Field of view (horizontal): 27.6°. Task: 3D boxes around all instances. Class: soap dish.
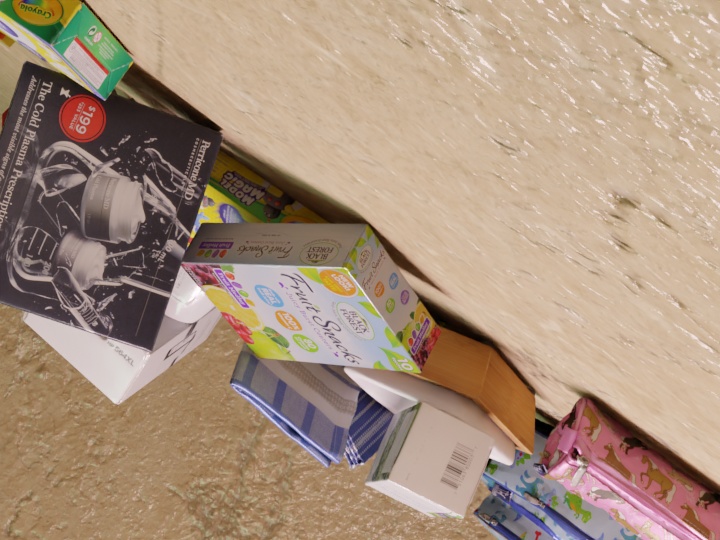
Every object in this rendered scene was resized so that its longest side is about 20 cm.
[{"bbox_3d":[0.085,0.113,1.451,0.156,0.082,0.200,20,167,28],"label":"soap dish"}]

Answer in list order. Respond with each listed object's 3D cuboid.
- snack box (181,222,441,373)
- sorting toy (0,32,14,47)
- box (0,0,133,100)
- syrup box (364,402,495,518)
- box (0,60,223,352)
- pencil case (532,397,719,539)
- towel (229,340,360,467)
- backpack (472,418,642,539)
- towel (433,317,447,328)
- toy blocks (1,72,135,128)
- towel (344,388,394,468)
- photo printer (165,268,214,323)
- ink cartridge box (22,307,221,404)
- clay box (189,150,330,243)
[{"bbox_3d":[-0.046,0.022,1.289,0.198,0.053,0.143,2,142,40],"label":"snack box"},{"bbox_3d":[-0.389,-0.276,1.394,0.199,0.037,0.185,33,174,21],"label":"sorting toy"},{"bbox_3d":[-0.288,-0.223,1.190,0.199,0.049,0.117,35,175,19],"label":"box"},{"bbox_3d":[0.063,0.184,1.402,0.081,0.079,0.200,26,169,-1],"label":"syrup box"},{"bbox_3d":[-0.239,-0.055,1.283,0.180,0.202,0.104,18,179,-14],"label":"box"},{"bbox_3d":[0.250,0.196,1.271,0.199,0.087,0.083,35,143,0],"label":"pencil case"},{"bbox_3d":[-0.047,0.077,1.449,0.147,0.201,0.024,42,133,-23],"label":"towel"},{"bbox_3d":[0.239,0.275,1.633,0.183,0.148,0.199,37,172,-41],"label":"backpack"},{"bbox_3d":[0.000,0.000,1.473,0.199,0.018,0.086,37,169,-8],"label":"towel"},{"bbox_3d":[-0.269,-0.096,1.377,0.201,0.136,0.100,59,149,-5],"label":"toy blocks"},{"bbox_3d":[-0.022,0.089,1.524,0.202,0.024,0.145,61,-146,-7],"label":"towel"},{"bbox_3d":[-0.207,-0.053,1.533,0.199,0.167,0.069,34,-154,3],"label":"photo printer"},{"bbox_3d":[-0.252,0.039,1.613,0.146,0.085,0.200,40,-151,7],"label":"ink cartridge box"},{"bbox_3d":[-0.091,-0.025,1.394,0.199,0.048,0.116,34,143,21],"label":"clay box"}]
